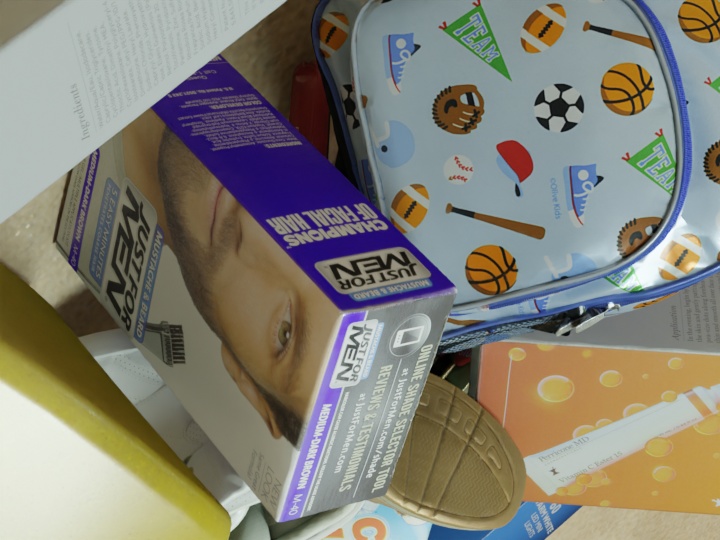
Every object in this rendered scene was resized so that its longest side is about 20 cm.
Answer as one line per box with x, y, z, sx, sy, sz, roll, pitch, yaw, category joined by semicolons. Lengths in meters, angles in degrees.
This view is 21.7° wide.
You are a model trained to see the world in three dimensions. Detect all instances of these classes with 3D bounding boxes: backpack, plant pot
0.085;-0.062;0.818;0.190;0.201;0.154;-13;-175;3;backpack
-0.207;0.069;0.733;0.200;0.200;0.177;-41;134;-7;plant pot

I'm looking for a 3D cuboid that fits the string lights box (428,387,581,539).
0.058;0.132;1.130;0.200;0.103;0.059;-39;144;-10;string lights box

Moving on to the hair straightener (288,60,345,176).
0.000;0.000;0.918;0.077;0.041;0.201;0;95;-29;hair straightener

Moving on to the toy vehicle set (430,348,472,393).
0.032;0.003;1.044;0.124;0.027;0.200;-53;144;9;toy vehicle set

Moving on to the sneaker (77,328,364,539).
-0.089;0.087;0.860;0.199;0.116;0.074;-15;136;15;sneaker

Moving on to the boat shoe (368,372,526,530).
-0.008;0.080;0.981;0.200;0.069;0.074;27;72;-16;boat shoe

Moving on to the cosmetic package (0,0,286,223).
-0.119;-0.102;0.694;0.200;0.102;0.074;-42;146;-29;cosmetic package

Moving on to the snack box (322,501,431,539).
-0.036;0.182;1.030;0.116;0.037;0.201;19;86;-17;snack box

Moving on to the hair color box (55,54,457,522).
-0.052;-0.002;0.802;0.065;0.200;0.110;-11;131;-38;hair color box

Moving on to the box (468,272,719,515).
0.160;0.056;1.029;0.199;0.098;0.125;3;131;2;box
